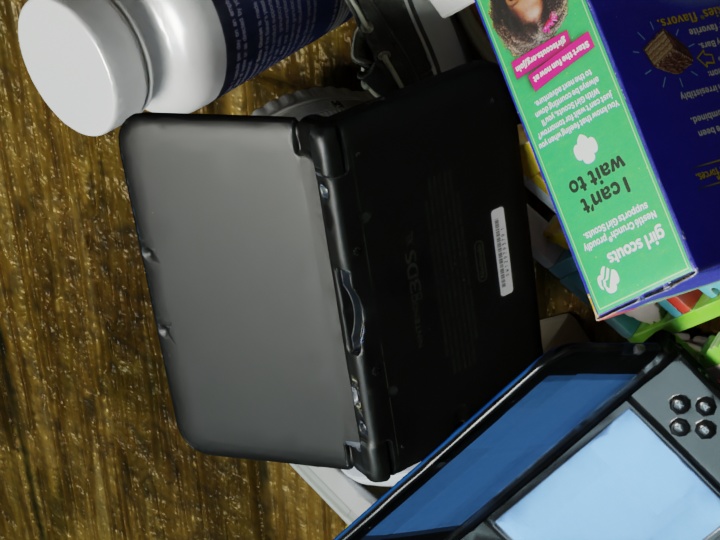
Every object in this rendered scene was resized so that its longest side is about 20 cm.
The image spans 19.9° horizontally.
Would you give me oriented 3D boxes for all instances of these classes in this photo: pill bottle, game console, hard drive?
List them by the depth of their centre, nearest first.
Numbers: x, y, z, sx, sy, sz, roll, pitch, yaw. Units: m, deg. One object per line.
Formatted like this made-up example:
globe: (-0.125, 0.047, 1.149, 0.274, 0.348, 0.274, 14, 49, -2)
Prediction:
game console: (-0.010, -0.004, 1.072, 0.116, 0.175, 0.202, 29, 135, 51)
game console: (0.110, 0.134, 1.111, 0.171, 0.118, 0.200, 44, 119, -4)
pill bottle: (-0.090, -0.155, 1.147, 0.111, 0.200, 0.112, 31, 139, 31)
hard drive: (-0.005, 0.147, 1.406, 0.132, 0.026, 0.200, 39, -179, -40)

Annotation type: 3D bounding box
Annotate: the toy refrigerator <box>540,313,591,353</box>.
toy refrigerator: (0.150, 0.133, 1.348, 0.070, 0.076, 0.201, -16, 117, 45)

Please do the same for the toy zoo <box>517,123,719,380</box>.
toy zoo: (0.137, -0.017, 1.089, 0.200, 0.021, 0.131, 41, 157, -8)

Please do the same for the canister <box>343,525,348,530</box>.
canister: (0.029, 0.265, 1.557, 0.148, 0.087, 0.200, 36, 142, 3)

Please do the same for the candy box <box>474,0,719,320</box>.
candy box: (0.158, -0.095, 1.001, 0.077, 0.168, 0.201, -32, 77, 50)

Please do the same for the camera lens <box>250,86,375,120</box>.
camera lens: (0.000, 0.000, 1.206, 0.200, 0.159, 0.161, -123, 14, -53)

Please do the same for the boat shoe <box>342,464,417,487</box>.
boat shoe: (0.077, 0.116, 1.282, 0.199, 0.071, 0.066, -9, 156, 38)

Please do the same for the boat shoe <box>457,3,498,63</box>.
boat shoe: (0.128, -0.116, 1.117, 0.200, 0.075, 0.074, 52, 132, 10)

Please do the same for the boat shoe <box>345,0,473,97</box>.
boat shoe: (0.027, -0.131, 1.168, 0.063, 0.071, 0.201, -14, 137, 9)

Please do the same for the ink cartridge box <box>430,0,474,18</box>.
ink cartridge box: (0.055, -0.216, 1.061, 0.068, 0.115, 0.200, -21, 112, 47)

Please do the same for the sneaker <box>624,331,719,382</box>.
sneaker: (0.230, 0.116, 1.259, 0.199, 0.090, 0.078, 34, 142, 8)
